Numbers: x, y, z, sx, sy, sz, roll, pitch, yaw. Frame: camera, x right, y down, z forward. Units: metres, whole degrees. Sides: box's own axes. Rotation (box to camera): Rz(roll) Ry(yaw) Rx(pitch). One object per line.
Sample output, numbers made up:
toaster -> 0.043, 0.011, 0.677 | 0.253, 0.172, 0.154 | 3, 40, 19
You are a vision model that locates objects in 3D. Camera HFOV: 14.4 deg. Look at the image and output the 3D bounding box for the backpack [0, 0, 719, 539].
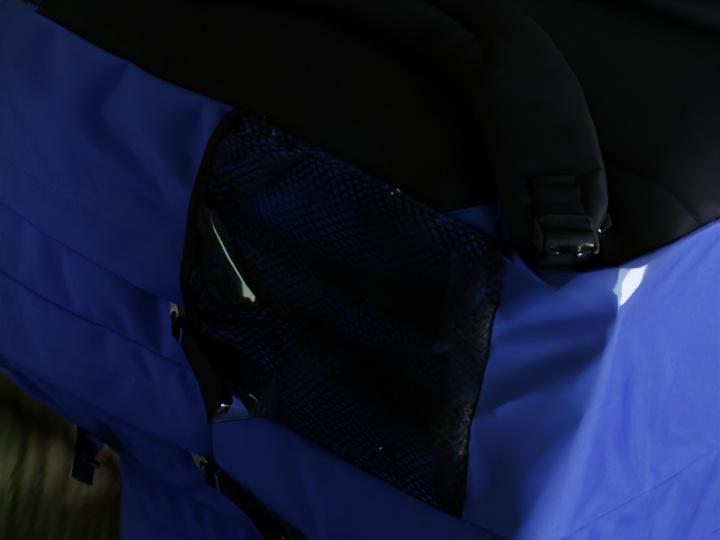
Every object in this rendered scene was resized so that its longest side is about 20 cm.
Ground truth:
backpack -> 0.000, 0.000, 0.650 | 0.162, 0.199, 0.169 | -18, 130, -52
